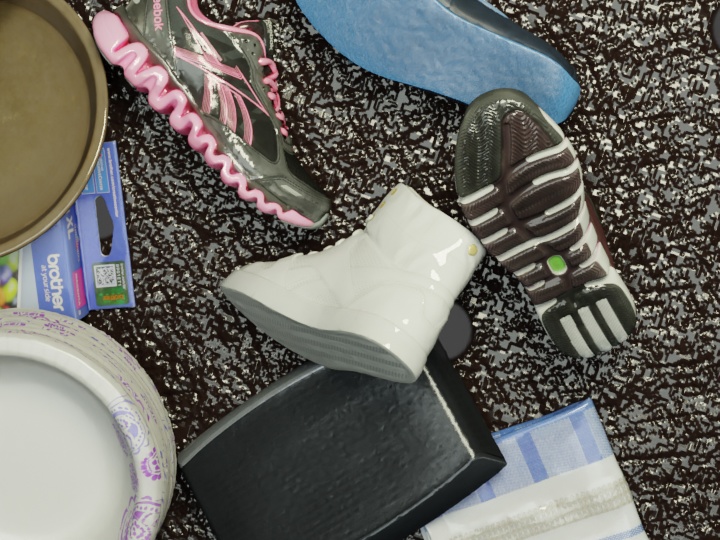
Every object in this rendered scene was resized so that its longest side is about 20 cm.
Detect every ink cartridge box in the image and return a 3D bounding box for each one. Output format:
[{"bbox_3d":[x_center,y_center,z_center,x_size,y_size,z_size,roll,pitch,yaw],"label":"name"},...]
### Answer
[{"bbox_3d":[-0.256,-0.021,1.364,0.198,0.042,0.121,-4,99,7],"label":"ink cartridge box"}]

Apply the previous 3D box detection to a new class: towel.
[{"bbox_3d":[0.124,0.202,1.355,0.146,0.024,0.202,-20,96,10],"label":"towel"}]

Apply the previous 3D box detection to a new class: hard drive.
[{"bbox_3d":[-0.018,0.125,1.341,0.199,0.042,0.136,-31,80,12],"label":"hard drive"}]

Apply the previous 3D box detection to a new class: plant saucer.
[{"bbox_3d":[-0.258,-0.099,1.328,0.198,0.029,0.202,-2,79,10],"label":"plant saucer"}]

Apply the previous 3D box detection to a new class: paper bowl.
[{"bbox_3d":[-0.220,0.125,1.343,0.198,0.104,0.203,2,104,7],"label":"paper bowl"}]

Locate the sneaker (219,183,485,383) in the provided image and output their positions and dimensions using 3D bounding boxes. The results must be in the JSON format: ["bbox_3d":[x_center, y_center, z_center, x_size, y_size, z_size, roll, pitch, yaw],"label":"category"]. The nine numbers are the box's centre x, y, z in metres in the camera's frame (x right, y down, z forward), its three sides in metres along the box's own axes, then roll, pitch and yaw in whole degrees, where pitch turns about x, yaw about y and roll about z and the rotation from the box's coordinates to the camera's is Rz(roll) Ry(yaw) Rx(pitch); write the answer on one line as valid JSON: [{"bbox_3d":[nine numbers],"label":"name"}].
[{"bbox_3d":[0.000,0.000,1.294,0.074,0.199,0.116,45,71,-35],"label":"sneaker"}]

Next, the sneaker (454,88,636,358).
[{"bbox_3d":[0.106,-0.048,1.263,0.075,0.116,0.201,-21,123,9],"label":"sneaker"}]

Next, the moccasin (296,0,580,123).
[{"bbox_3d":[0.046,-0.147,1.290,0.199,0.068,0.081,33,109,3],"label":"moccasin"}]

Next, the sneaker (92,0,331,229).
[{"bbox_3d":[-0.080,-0.116,1.313,0.095,0.079,0.200,-43,93,0],"label":"sneaker"}]
